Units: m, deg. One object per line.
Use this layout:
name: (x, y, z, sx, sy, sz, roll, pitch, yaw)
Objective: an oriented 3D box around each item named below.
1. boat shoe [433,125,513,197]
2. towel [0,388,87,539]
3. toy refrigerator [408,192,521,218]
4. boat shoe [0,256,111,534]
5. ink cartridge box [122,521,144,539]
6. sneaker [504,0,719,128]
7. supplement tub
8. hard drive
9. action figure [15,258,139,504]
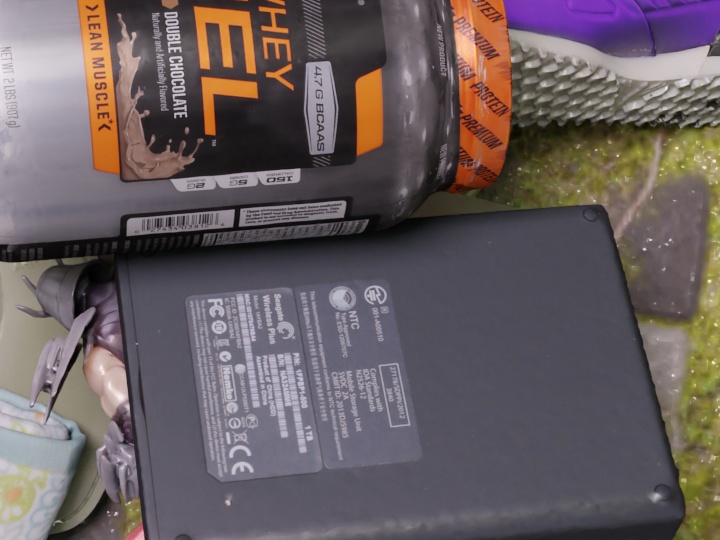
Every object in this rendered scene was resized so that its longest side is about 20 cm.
boat shoe: (0.047, -0.124, 0.914, 0.073, 0.066, 0.202, 12, 79, 9)
towel: (-0.239, 0.110, 0.846, 0.199, 0.048, 0.172, 22, 105, -19)
toy refrigerator: (0.000, 0.000, 0.882, 0.198, 0.070, 0.076, 14, 112, 9)
boat shoe: (-0.151, 0.016, 0.903, 0.074, 0.066, 0.201, -12, 99, -10)
ink cartridge box: (-0.019, 0.181, 0.845, 0.147, 0.083, 0.200, -43, 77, -5)
sneaker: (0.101, -0.121, 0.877, 0.199, 0.069, 0.100, 2, 72, -32)
supplement tub: (-0.051, -0.071, 0.740, 0.198, 0.123, 0.124, -6, 76, -11)
hard drive: (0.012, 0.045, 0.752, 0.198, 0.033, 0.140, -5, 59, -10)
action figure: (-0.050, 0.045, 0.802, 0.199, 0.069, 0.131, 24, 64, 4)
